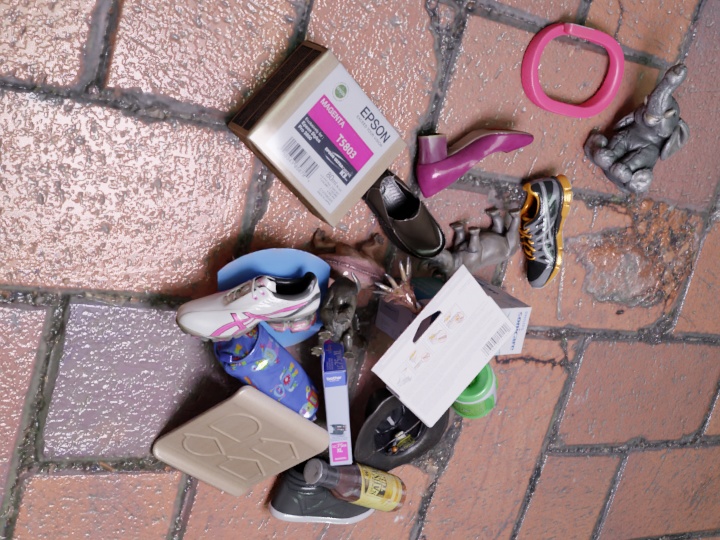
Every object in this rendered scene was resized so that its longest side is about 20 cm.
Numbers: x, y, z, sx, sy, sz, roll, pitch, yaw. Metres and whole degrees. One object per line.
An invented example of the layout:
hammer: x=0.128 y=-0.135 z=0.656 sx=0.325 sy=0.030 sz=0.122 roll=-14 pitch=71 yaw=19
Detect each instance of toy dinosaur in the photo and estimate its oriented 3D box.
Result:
toy dinosaur: x=-0.032 y=0.059 z=1.290 sx=0.077 sy=0.102 sz=0.200 roll=-2 pitch=137 yaw=4
toy dinosaur: x=0.000 y=0.000 z=1.332 sx=0.200 sy=0.136 sz=0.086 roll=9 pitch=106 yaw=-29

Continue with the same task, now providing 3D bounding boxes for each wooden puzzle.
wooden puzzle: x=-0.176 y=0.248 z=1.351 sx=0.200 sy=0.046 sz=0.185 roll=-35 pitch=129 yaw=25

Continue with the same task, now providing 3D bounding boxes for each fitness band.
fitness band: x=0.346 y=-0.325 z=1.486 sx=0.200 sy=0.037 sz=0.144 roll=5 pitch=109 yaw=-33

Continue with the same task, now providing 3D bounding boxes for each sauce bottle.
sauce bottle: x=-0.008 y=0.340 z=1.453 sx=0.200 sy=0.066 sz=0.066 roll=27 pitch=94 yaw=-45

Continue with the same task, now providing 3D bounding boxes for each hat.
hat: x=0.055 y=0.242 z=1.510 sx=0.200 sy=0.081 sz=0.201 roll=-20 pitch=136 yaw=-20

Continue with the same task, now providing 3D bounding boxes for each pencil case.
pencil case: x=-0.135 y=0.154 z=1.339 sx=0.200 sy=0.078 sz=0.087 roll=54 pitch=53 yaw=-42

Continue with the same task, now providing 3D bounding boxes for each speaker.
speaker: x=0.182 y=0.194 z=1.514 sx=0.088 sy=0.088 sz=0.200 roll=-47 pitch=161 yaw=-7

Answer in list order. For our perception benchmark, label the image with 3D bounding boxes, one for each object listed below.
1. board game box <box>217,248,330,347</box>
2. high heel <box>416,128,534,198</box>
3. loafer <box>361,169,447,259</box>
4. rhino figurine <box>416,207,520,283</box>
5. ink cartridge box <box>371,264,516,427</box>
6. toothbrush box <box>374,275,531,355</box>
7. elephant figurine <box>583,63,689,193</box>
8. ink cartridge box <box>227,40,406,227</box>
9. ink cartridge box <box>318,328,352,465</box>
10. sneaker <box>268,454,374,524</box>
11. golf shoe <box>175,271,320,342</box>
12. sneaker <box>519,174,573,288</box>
board game box: x=-0.128 y=0.032 z=1.316 sx=0.158 sy=0.039 sz=0.200 roll=-5 pitch=133 yaw=-13
high heel: x=0.179 y=-0.170 z=1.421 sx=0.200 sy=0.067 sz=0.096 roll=-6 pitch=104 yaw=-15
loafer: x=0.066 y=-0.080 z=1.376 sx=0.073 sy=0.071 sz=0.200 roll=-50 pitch=121 yaw=-4
rhino figurine: x=0.178 y=-0.034 z=1.485 sx=0.200 sy=0.060 sz=0.088 roll=-22 pitch=117 yaw=-22
ink cartridge box: x=0.115 y=0.105 z=1.328 sx=0.200 sy=0.045 sz=0.176 roll=-48 pitch=129 yaw=-6
toothbrush box: x=0.147 y=0.073 z=1.456 sx=0.200 sy=0.146 sz=0.085 roll=0 pitch=110 yaw=-32
elephant figurine: x=0.492 y=-0.236 z=1.548 sx=0.141 sy=0.155 sz=0.200 roll=36 pitch=97 yaw=-16
ink cartridge box: x=-0.055 y=-0.186 z=1.261 sx=0.165 sy=0.075 sz=0.200 roll=-49 pitch=127 yaw=-5
ink cartridge box: x=-0.039 y=0.182 z=1.399 sx=0.042 sy=0.119 sz=0.200 roll=-7 pitch=115 yaw=-2
sneaker: x=-0.047 y=0.356 z=1.498 sx=0.200 sy=0.071 sz=0.099 roll=7 pitch=111 yaw=-30
golf shoe: x=-0.152 y=0.040 z=1.240 sx=0.200 sy=0.073 sz=0.092 roll=-7 pitch=131 yaw=-23
sneaker: x=0.301 y=-0.066 z=1.548 sx=0.077 sy=0.078 sz=0.200 roll=-1 pitch=108 yaw=-18
